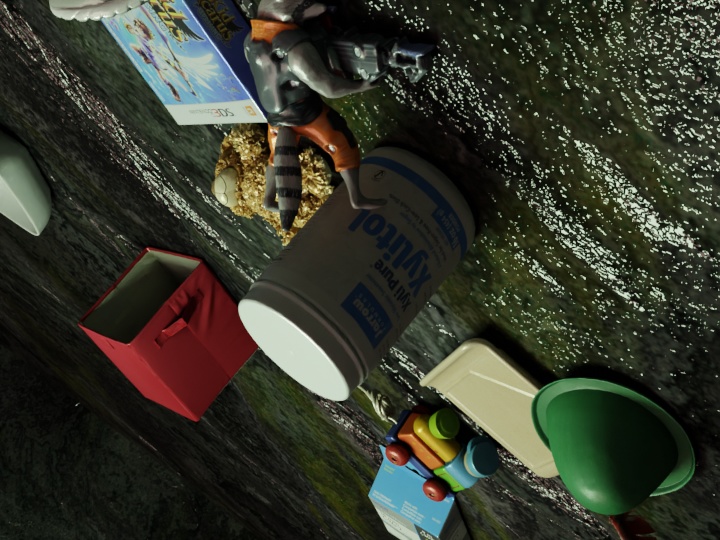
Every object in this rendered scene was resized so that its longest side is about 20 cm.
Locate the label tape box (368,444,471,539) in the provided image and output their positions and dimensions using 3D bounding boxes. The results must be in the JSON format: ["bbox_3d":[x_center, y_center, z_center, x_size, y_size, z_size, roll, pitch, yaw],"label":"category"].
[{"bbox_3d":[0.089,0.380,1.689,0.143,0.063,0.201,24,153,34],"label":"label tape box"}]

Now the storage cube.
[{"bbox_3d":[-0.289,0.095,1.634,0.198,0.172,0.181,12,145,48],"label":"storage cube"}]

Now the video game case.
[{"bbox_3d":[-0.178,-0.231,1.024,0.180,0.046,0.201,8,140,52],"label":"video game case"}]

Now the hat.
[{"bbox_3d":[0.215,0.219,1.003,0.166,0.177,0.199,48,144,-15],"label":"hat"}]

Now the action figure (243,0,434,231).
[{"bbox_3d":[-0.034,-0.139,0.862,0.198,0.104,0.197,7,116,47],"label":"action figure"}]

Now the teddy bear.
[{"bbox_3d":[-0.091,-0.086,1.121,0.198,0.067,0.146,27,151,30],"label":"teddy bear"}]

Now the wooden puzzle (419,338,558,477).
[{"bbox_3d":[0.174,0.152,1.180,0.199,0.037,0.185,36,157,0],"label":"wooden puzzle"}]

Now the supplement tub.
[{"bbox_3d":[0.000,0.000,0.955,0.131,0.201,0.133,33,157,16],"label":"supplement tub"}]

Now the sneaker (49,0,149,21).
[{"bbox_3d":[-0.178,-0.266,0.872,0.197,0.075,0.083,-16,111,22],"label":"sneaker"}]

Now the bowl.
[{"bbox_3d":[-0.605,-0.170,1.787,0.198,0.075,0.201,29,155,25],"label":"bowl"}]

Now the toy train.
[{"bbox_3d":[0.081,0.201,1.362,0.200,0.085,0.115,44,147,-8],"label":"toy train"}]
